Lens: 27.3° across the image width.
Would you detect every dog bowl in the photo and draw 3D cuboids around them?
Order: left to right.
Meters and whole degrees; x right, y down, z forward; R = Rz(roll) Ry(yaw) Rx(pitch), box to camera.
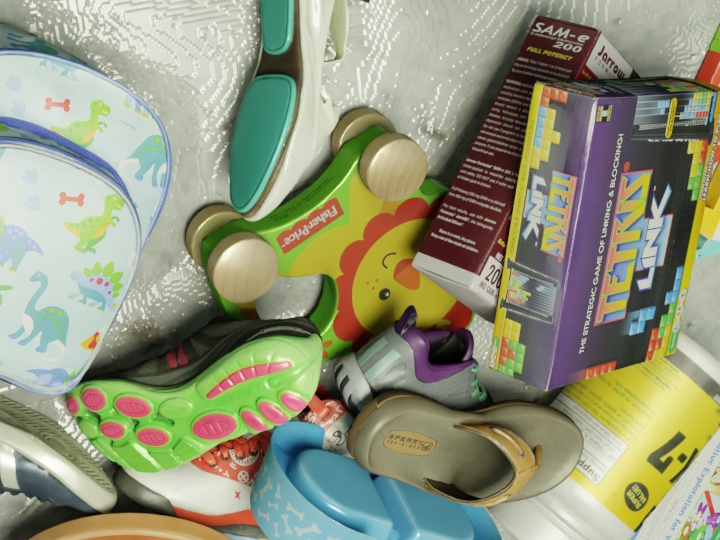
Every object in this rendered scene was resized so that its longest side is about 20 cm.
[{"bbox_3d":[0.009,0.171,1.025,0.199,0.112,0.050,21,114,-34],"label":"dog bowl"}]

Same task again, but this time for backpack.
[{"bbox_3d":[-0.211,-0.037,0.900,0.182,0.147,0.201,24,95,-30],"label":"backpack"}]

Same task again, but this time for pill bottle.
[{"bbox_3d":[0.195,0.137,1.155,0.114,0.114,0.200,39,90,-29],"label":"pill bottle"}]

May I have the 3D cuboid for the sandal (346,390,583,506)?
[{"bbox_3d":[0.082,0.129,1.039,0.199,0.055,0.082,16,105,-36],"label":"sandal"}]

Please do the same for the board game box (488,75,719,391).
[{"bbox_3d":[0.173,-0.030,1.025,0.165,0.056,0.202,-11,115,-47],"label":"board game box"}]

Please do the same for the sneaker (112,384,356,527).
[{"bbox_3d":[-0.073,0.128,1.063,0.200,0.067,0.109,17,99,-31],"label":"sneaker"}]

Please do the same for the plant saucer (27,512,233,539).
[{"bbox_3d":[-0.159,0.235,1.040,0.198,0.032,0.201,-2,131,-2],"label":"plant saucer"}]

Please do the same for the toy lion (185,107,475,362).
[{"bbox_3d":[0.000,0.000,1.059,0.199,0.069,0.193,-33,125,-10],"label":"toy lion"}]

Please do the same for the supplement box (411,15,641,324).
[{"bbox_3d":[0.127,-0.064,1.051,0.109,0.061,0.201,34,80,-48],"label":"supplement box"}]

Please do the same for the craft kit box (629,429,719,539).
[{"bbox_3d":[0.299,0.217,1.269,0.197,0.048,0.201,27,96,-26],"label":"craft kit box"}]

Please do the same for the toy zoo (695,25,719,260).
[{"bbox_3d":[0.306,-0.102,1.174,0.130,0.020,0.201,19,99,-28],"label":"toy zoo"}]

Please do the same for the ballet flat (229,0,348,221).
[{"bbox_3d":[-0.039,-0.130,0.980,0.069,0.069,0.202,7,92,-25],"label":"ballet flat"}]

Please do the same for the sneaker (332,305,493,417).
[{"bbox_3d":[0.072,0.091,1.081,0.088,0.075,0.199,-44,139,17],"label":"sneaker"}]

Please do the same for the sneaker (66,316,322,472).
[{"bbox_3d":[-0.108,0.079,0.995,0.198,0.084,0.077,-13,111,24],"label":"sneaker"}]

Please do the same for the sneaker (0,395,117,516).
[{"bbox_3d":[-0.259,0.125,0.979,0.199,0.075,0.085,34,91,-19],"label":"sneaker"}]

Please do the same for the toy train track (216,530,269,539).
[{"bbox_3d":[-0.079,0.207,1.068,0.198,0.115,0.033,12,79,-12],"label":"toy train track"}]

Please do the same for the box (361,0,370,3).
[{"bbox_3d":[-0.024,-0.245,0.835,0.049,0.200,0.159,19,98,16],"label":"box"}]
